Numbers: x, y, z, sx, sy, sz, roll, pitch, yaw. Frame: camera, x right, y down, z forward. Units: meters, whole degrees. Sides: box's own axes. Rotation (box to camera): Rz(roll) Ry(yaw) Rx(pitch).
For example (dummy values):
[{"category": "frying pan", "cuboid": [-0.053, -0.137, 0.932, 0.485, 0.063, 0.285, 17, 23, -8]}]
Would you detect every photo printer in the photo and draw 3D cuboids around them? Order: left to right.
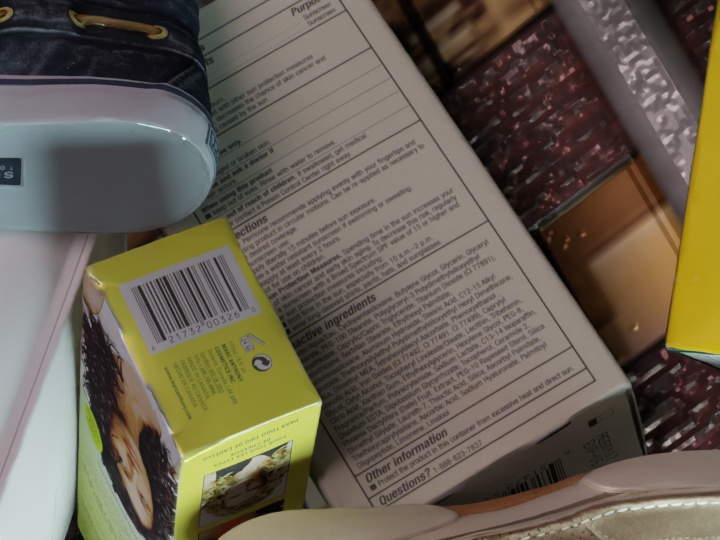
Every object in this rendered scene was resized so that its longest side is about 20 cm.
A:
[{"category": "photo printer", "cuboid": [-0.130, 0.055, 0.986, 0.069, 0.166, 0.200, 13, 49, 2]}]

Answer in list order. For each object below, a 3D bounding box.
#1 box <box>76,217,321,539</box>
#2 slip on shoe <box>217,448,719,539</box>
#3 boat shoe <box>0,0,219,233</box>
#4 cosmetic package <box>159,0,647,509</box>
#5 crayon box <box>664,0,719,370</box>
[{"category": "box", "cuboid": [-0.056, 0.067, 0.949, 0.050, 0.200, 0.075, -21, 64, -16]}, {"category": "slip on shoe", "cuboid": [0.053, 0.102, 0.888, 0.076, 0.200, 0.061, 106, 155, -49]}, {"category": "boat shoe", "cuboid": [-0.146, -0.062, 0.936, 0.071, 0.200, 0.091, 105, 165, -45]}, {"category": "cosmetic package", "cuboid": [0.000, 0.000, 0.975, 0.103, 0.073, 0.200, -30, 62, -4]}, {"category": "crayon box", "cuboid": [0.203, -0.047, 0.885, 0.200, 0.058, 0.173, 6, 82, 32]}]
